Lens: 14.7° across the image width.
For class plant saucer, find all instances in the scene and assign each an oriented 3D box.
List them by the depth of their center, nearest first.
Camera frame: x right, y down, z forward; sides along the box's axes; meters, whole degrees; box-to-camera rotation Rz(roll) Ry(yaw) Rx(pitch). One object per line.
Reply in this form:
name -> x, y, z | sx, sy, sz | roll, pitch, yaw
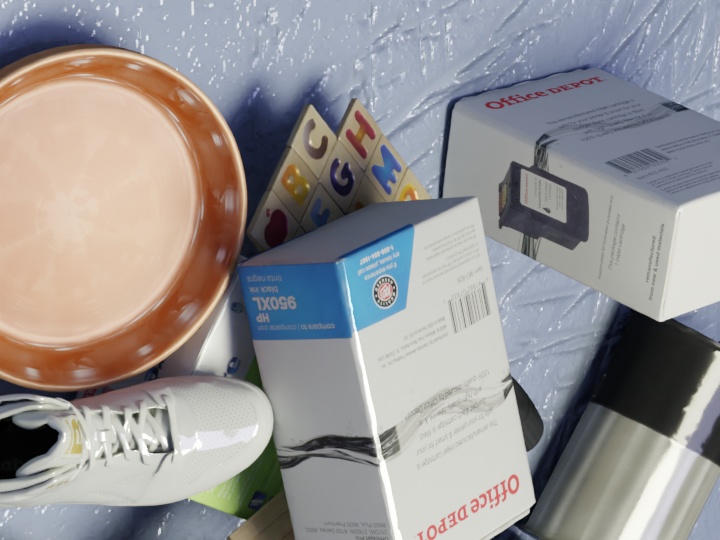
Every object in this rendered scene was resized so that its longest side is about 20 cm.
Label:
plant saucer -> -0.161, -0.030, 1.583 | 0.200, 0.032, 0.200 | -8, 109, -26

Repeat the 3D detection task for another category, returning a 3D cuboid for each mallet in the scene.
mallet -> 0.047, 0.150, 1.931 | 0.200, 0.041, 0.066 | -44, 135, -18

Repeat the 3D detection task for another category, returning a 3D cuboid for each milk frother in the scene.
milk frother -> 0.254, 0.156, 2.029 | 0.180, 0.200, 0.188 | 29, 87, -54

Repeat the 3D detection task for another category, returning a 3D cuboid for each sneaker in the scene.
sneaker -> -0.145, 0.100, 1.567 | 0.200, 0.116, 0.074 | -11, 85, -5

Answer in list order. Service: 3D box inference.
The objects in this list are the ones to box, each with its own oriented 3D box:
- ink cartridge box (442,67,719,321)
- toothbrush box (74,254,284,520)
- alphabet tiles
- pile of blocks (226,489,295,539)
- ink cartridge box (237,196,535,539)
ink cartridge box -> 0.173, -0.054, 1.835 | 0.145, 0.200, 0.084 | -17, 123, -42
toothbrush box -> -0.068, 0.075, 1.727 | 0.200, 0.086, 0.146 | 27, 87, -51
alphabet tiles -> 0.000, 0.000, 1.714 | 0.200, 0.006, 0.166 | 52, 50, -38
pile of blocks -> -0.079, 0.232, 1.684 | 0.062, 0.082, 0.200 | 121, -6, -70
ink cartridge box -> 0.018, 0.071, 1.659 | 0.145, 0.084, 0.200 | -25, 107, -50
